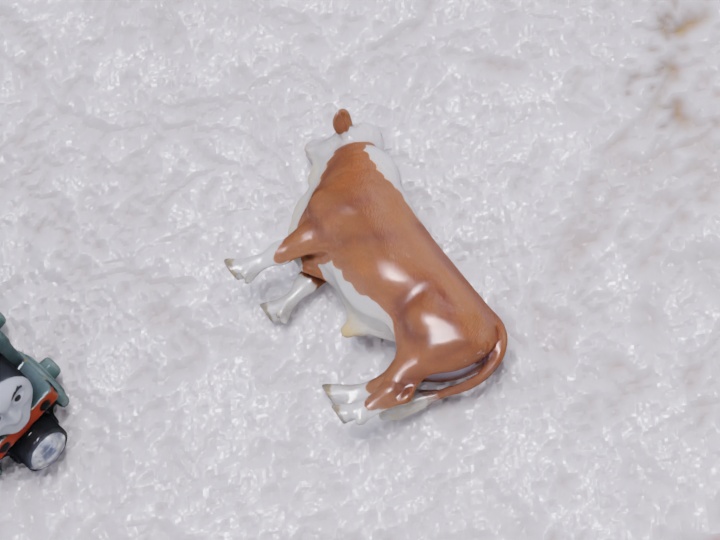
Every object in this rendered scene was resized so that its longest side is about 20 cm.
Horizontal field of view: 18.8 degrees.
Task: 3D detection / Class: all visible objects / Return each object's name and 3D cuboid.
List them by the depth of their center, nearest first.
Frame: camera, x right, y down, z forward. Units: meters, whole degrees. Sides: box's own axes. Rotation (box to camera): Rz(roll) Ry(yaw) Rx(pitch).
[{"bbox_3d":[0.000,0.000,1.264,0.121,0.065,0.200,-38,60,0],"label":"bull figurine"},{"bbox_3d":[-0.254,0.041,1.282,0.085,0.114,0.200,-45,63,-8],"label":"toy train"}]
